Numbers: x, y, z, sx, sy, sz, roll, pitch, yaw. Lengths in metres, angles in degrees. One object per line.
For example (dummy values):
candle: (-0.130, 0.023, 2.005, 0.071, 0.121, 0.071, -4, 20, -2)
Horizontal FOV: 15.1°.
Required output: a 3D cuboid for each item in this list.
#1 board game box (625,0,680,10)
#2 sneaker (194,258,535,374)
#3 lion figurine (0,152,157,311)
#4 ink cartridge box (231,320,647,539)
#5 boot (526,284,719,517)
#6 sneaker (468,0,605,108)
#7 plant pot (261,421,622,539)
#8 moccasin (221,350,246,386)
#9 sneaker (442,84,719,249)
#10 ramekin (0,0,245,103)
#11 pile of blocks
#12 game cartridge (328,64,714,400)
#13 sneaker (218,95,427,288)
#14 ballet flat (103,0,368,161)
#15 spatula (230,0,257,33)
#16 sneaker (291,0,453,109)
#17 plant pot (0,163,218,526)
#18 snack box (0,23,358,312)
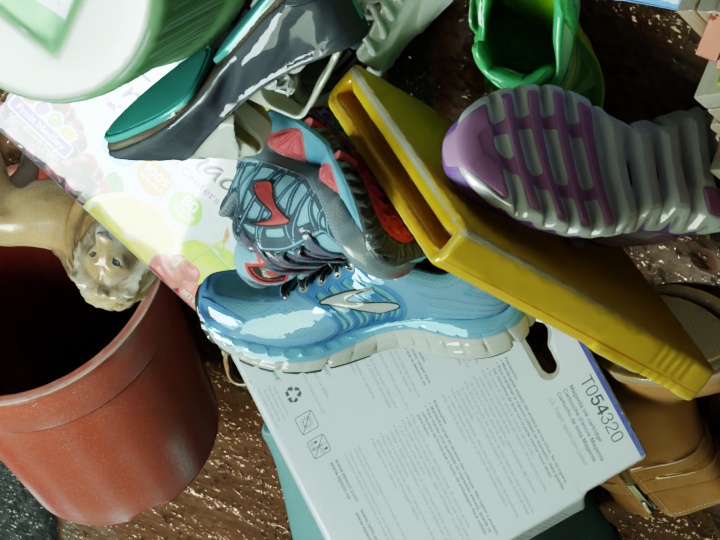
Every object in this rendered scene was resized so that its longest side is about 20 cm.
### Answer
board game box: (0.209, -0.180, 1.329, 0.199, 0.037, 0.152, 14, 143, 26)
sneaker: (0.000, 0.000, 1.579, 0.199, 0.079, 0.090, -6, 128, 8)
lion figurine: (-0.199, -0.040, 1.758, 0.199, 0.123, 0.072, 8, 158, 37)
ink cartridge box: (0.047, 0.079, 1.634, 0.197, 0.199, 0.043, 63, -168, 16)
boot: (0.187, 0.092, 1.651, 0.199, 0.077, 0.155, -10, 128, 45)
sneaker: (0.087, -0.120, 1.465, 0.074, 0.084, 0.200, 19, 144, 21)
plant pot: (0.037, 0.146, 1.755, 0.200, 0.200, 0.188, -19, 106, 50)
moccasin: (-0.039, 0.011, 1.735, 0.074, 0.078, 0.201, 40, 141, -5)
sneaker: (0.121, -0.047, 1.459, 0.199, 0.081, 0.088, 4, 164, -34)
ramekin: (-0.165, -0.191, 1.516, 0.199, 0.098, 0.201, 13, 120, 23)
pile of blocks: (0.209, -0.084, 1.379, 0.082, 0.062, 0.200, 16, 159, 24)
game cartridge: (0.087, -0.020, 1.489, 0.200, 0.032, 0.176, 30, -163, -35)
sneaker: (-0.023, -0.021, 1.504, 0.079, 0.096, 0.200, 36, -176, -24)
ballet flat: (-0.065, -0.100, 1.496, 0.073, 0.073, 0.200, 42, 131, -13)
spatula: (-0.050, -0.160, 1.542, 0.056, 0.021, 0.200, 32, 122, 3)
sneaker: (0.014, -0.150, 1.499, 0.073, 0.071, 0.200, 33, 146, 1)
plant pot: (-0.194, 0.062, 1.846, 0.200, 0.201, 0.196, 13, 149, 28)
snack box: (-0.107, -0.079, 1.642, 0.200, 0.053, 0.142, 42, 117, -3)
